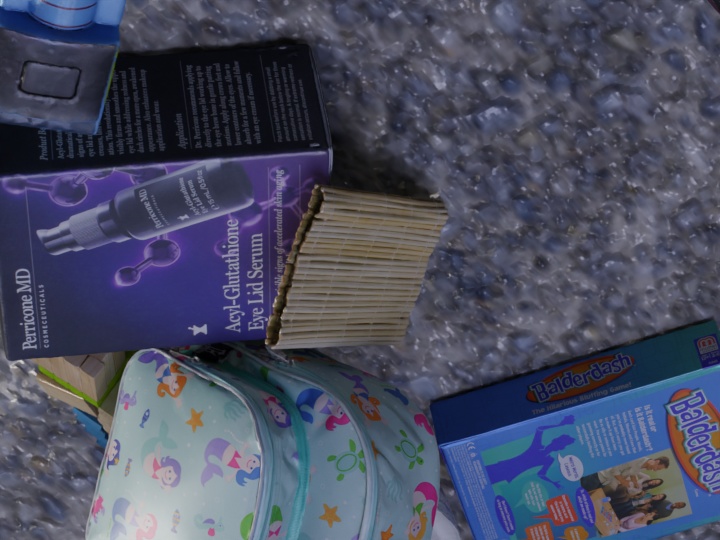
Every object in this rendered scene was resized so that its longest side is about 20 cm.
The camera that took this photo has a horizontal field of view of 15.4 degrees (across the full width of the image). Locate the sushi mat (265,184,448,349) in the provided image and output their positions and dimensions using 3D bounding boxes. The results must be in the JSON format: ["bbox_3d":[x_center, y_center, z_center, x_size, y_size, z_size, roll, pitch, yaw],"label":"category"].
[{"bbox_3d":[0.000,0.000,1.566,0.012,0.200,0.096,21,97,21],"label":"sushi mat"}]

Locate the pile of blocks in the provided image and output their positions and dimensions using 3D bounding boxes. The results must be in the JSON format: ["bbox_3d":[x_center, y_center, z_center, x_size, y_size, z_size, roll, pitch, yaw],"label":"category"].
[{"bbox_3d":[-0.150,0.072,1.692,0.062,0.082,0.200,-54,144,-19],"label":"pile of blocks"}]

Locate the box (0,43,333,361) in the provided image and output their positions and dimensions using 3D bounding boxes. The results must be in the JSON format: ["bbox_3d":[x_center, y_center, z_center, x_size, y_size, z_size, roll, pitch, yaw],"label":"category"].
[{"bbox_3d":[-0.119,-0.040,1.558,0.200,0.104,0.148,-6,132,-6],"label":"box"}]

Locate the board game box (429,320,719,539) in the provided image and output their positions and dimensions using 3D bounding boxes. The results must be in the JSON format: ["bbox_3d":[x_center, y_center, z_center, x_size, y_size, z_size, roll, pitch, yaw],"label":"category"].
[{"bbox_3d":[0.162,0.126,1.794,0.200,0.045,0.152,-16,131,4],"label":"board game box"}]

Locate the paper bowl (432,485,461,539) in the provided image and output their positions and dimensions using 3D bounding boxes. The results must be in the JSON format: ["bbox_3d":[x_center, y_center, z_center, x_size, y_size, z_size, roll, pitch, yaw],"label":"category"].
[{"bbox_3d":[-0.029,0.205,1.767,0.200,0.104,0.201,-12,140,-11],"label":"paper bowl"}]

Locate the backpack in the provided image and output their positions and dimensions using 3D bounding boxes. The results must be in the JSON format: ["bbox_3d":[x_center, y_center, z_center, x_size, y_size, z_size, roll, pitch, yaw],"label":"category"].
[{"bbox_3d":[-0.057,0.131,1.596,0.150,0.200,0.178,3,103,-57],"label":"backpack"}]

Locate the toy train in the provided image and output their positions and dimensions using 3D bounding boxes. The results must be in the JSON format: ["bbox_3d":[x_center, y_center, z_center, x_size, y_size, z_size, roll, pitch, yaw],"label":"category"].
[{"bbox_3d":[-0.158,-0.173,1.425,0.087,0.114,0.200,7,130,-17],"label":"toy train"}]

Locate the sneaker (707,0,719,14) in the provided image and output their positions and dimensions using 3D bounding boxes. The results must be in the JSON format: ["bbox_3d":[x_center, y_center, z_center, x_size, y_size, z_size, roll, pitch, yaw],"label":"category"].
[{"bbox_3d":[0.223,-0.186,1.482,0.076,0.116,0.200,-15,132,3],"label":"sneaker"}]
